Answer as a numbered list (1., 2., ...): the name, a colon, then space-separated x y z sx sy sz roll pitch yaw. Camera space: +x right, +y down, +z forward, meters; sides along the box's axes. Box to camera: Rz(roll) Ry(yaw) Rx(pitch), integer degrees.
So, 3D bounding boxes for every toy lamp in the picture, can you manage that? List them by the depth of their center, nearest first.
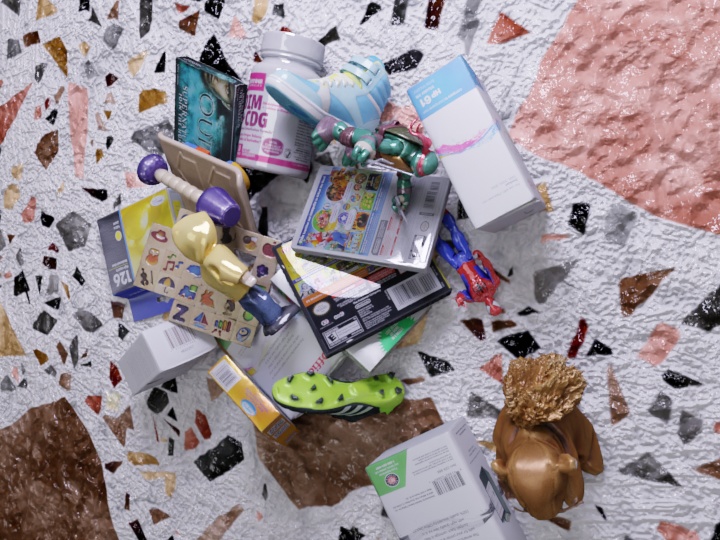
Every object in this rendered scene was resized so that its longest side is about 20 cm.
1. toy lamp: -0.253 -0.118 0.893 0.200 0.058 0.058 32 105 30

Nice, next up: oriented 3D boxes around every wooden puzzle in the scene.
1. wooden puzzle: -0.225 -0.118 0.957 0.200 0.046 0.185 30 146 29

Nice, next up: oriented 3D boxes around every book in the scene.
1. book: -0.016 0.038 0.885 0.200 0.048 0.134 40 72 15

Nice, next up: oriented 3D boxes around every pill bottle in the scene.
1. pill bottle: -0.118 -0.247 0.916 0.113 0.113 0.201 14 98 23

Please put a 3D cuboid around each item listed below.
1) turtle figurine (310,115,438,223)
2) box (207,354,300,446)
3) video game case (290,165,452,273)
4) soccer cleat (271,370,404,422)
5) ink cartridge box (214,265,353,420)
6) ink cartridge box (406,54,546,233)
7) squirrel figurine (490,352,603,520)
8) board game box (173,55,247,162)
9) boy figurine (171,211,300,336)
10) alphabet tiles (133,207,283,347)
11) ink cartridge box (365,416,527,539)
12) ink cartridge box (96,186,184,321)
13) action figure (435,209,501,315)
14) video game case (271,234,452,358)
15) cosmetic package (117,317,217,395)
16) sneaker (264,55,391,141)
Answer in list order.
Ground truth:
1. turtle figurine: 0.033 -0.142 0.776 0.101 0.150 0.200 -50 48 -9
2. box: -0.155 0.204 0.913 0.041 0.200 0.119 -43 71 -15
3. video game case: 0.014 -0.077 0.843 0.200 0.018 0.143 10 67 20
4. soccer cleat: -0.032 0.187 0.863 0.068 0.200 0.081 -109 31 -43
5. ink cartridge box: -0.115 0.108 0.945 0.200 0.087 0.145 43 108 18
6. ink cartridge box: 0.154 -0.153 0.780 0.085 0.144 0.200 -29 81 20
7. squirrel figurine: 0.216 0.201 0.745 0.141 0.187 0.201 -5 90 24
8. board game box: -0.248 -0.226 0.978 0.135 0.028 0.200 29 127 24
9. boy figurine: -0.178 0.005 0.838 0.200 0.124 0.064 48 70 -7
10. alphabet tiles: -0.233 0.006 0.904 0.200 0.008 0.168 18 92 2
11. ink cartridge box: 0.122 0.333 0.849 0.146 0.084 0.200 -30 80 22
12. ink cartridge box: -0.376 -0.022 1.072 0.197 0.047 0.200 -17 84 29
13. action figure: 0.130 -0.022 0.824 0.065 0.099 0.200 -35 81 13
14. video game case: 0.000 0.000 0.861 0.200 0.026 0.181 -27 72 -6
15. cosmetic package: -0.319 0.138 0.985 0.200 0.102 0.074 -37 78 53
16. sneaker: -0.036 -0.262 0.846 0.079 0.200 0.131 31 96 40
